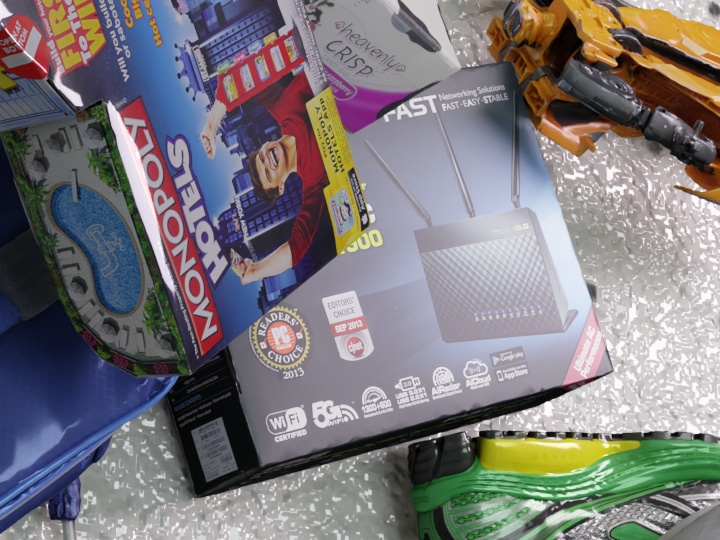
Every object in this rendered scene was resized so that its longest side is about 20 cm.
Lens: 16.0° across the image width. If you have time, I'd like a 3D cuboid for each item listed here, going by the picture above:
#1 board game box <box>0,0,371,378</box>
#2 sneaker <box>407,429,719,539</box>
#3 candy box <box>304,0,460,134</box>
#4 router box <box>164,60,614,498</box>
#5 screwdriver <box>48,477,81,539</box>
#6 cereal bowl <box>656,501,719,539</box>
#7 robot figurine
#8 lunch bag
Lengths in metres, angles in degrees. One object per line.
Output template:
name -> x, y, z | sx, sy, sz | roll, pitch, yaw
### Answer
board game box -> -0.089, -0.070, 0.880 | 0.200, 0.061, 0.201 | -38, 114, -57
sneaker -> 0.110, 0.115, 1.143 | 0.199, 0.078, 0.086 | 1, 83, -26
candy box -> -0.038, -0.173, 1.072 | 0.136, 0.061, 0.201 | 37, 29, -49
router box -> 0.000, 0.000, 1.107 | 0.199, 0.062, 0.150 | -13, 80, -36
screwdriver -> -0.117, 0.115, 1.017 | 0.029, 0.028, 0.201 | 21, 62, -59
cereal bowl -> 0.164, 0.159, 1.102 | 0.200, 0.201, 0.083 | -13, 46, -36
robot figurine -> 0.143, -0.080, 1.204 | 0.199, 0.058, 0.145 | 18, 28, -30
lunch bag -> -0.173, 0.039, 0.920 | 0.200, 0.132, 0.136 | -35, 86, -31
